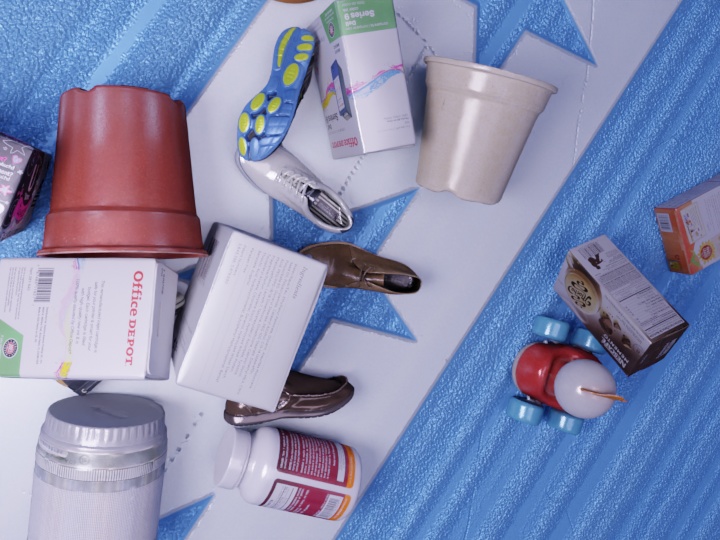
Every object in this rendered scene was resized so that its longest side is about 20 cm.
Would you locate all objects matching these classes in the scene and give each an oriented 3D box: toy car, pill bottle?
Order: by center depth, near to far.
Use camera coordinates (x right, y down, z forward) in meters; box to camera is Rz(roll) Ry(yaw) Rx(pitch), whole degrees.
[{"bbox_3d":[-0.108,0.296,0.952,0.200,0.113,0.113,21,90,-21],"label":"pill bottle"},{"bbox_3d":[0.369,0.192,1.064,0.177,0.200,0.185,18,91,-21],"label":"toy car"}]

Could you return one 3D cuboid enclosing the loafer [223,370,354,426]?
[{"bbox_3d":[-0.104,0.180,0.959,0.200,0.073,0.071,-7,100,-19],"label":"loafer"}]

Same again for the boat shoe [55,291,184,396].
[{"bbox_3d":[-0.320,0.098,0.875,0.200,0.075,0.062,-36,112,-7],"label":"boat shoe"}]

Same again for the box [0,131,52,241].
[{"bbox_3d":[-0.442,-0.111,0.733,0.132,0.200,0.115,21,91,-21],"label":"box"}]

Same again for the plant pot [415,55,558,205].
[{"bbox_3d":[0.167,-0.203,0.961,0.200,0.200,0.184,9,105,-21],"label":"plant pot"}]

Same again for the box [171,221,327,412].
[{"bbox_3d":[-0.158,0.052,0.856,0.131,0.199,0.200,21,90,-21],"label":"box"}]

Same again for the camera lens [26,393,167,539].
[{"bbox_3d":[-0.340,0.278,0.840,0.160,0.160,0.200,6,95,-20],"label":"camera lens"}]

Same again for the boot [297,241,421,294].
[{"bbox_3d":[0.000,0.000,0.974,0.200,0.075,0.074,10,95,-19],"label":"boot"}]

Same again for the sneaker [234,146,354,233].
[{"bbox_3d":[-0.088,-0.122,0.928,0.200,0.071,0.073,32,86,-20],"label":"sneaker"}]

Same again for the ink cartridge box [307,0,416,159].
[{"bbox_3d":[0.000,-0.262,0.902,0.087,0.145,0.200,-16,102,-17],"label":"ink cartridge box"}]

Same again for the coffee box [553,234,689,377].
[{"bbox_3d":[0.419,0.056,1.053,0.080,0.200,0.113,-23,148,-15],"label":"coffee box"}]

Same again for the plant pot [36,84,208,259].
[{"bbox_3d":[-0.292,-0.114,0.801,0.201,0.201,0.196,0,89,-20],"label":"plant pot"}]

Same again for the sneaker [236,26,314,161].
[{"bbox_3d":[-0.108,-0.237,0.896,0.071,0.083,0.200,19,79,10],"label":"sneaker"}]

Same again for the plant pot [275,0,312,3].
[{"bbox_3d":[-0.080,-0.475,0.850,0.200,0.140,0.200,-3,97,-20],"label":"plant pot"}]

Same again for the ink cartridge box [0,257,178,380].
[{"bbox_3d":[-0.339,0.062,0.798,0.200,0.084,0.145,0,78,5],"label":"ink cartridge box"}]

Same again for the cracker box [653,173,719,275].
[{"bbox_3d":[0.659,-0.094,1.208,0.200,0.058,0.134,-25,105,-14],"label":"cracker box"}]
